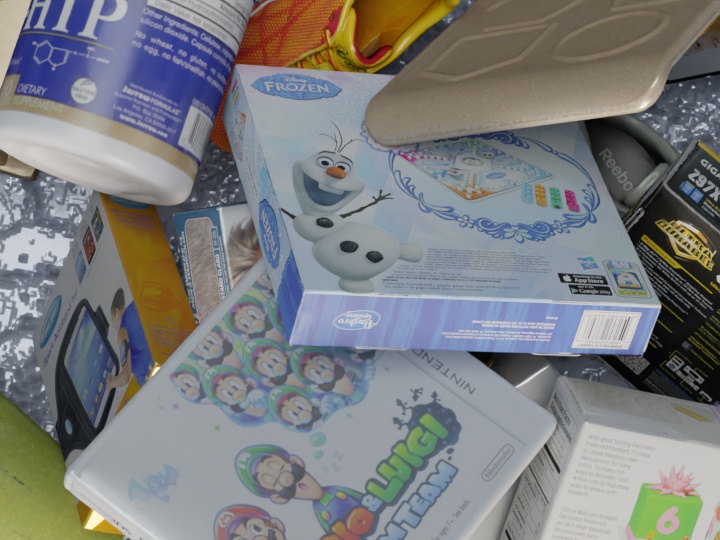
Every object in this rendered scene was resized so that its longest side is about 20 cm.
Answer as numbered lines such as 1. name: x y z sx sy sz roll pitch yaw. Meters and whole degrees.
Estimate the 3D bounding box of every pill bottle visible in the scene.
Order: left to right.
1. pill bottle: -0.122 -0.148 1.597 0.119 0.120 0.200 17 81 7

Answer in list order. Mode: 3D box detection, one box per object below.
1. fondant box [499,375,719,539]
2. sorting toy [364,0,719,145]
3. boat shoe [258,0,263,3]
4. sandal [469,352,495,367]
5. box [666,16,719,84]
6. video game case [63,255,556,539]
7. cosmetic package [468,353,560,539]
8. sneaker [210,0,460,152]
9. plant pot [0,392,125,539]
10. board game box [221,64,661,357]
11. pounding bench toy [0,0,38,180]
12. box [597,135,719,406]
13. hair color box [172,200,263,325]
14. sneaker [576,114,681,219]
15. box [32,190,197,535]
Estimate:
1. fondant box: 0.151 0.168 1.582 0.144 0.058 0.200 11 113 -17
2. sorting toy: 0.120 -0.129 1.583 0.185 0.200 0.037 -6 119 33
3. boat shoe: -0.022 -0.232 1.721 0.072 0.069 0.200 14 85 5
4. sandal: 0.049 0.036 1.592 0.200 0.054 0.080 -39 113 -24
5. box: 0.234 -0.181 1.641 0.200 0.060 0.117 -10 56 31
6. video game case: -0.024 0.095 1.501 0.182 0.024 0.200 36 61 9
7. cosmetic package: 0.046 0.139 1.634 0.200 0.081 0.113 -31 105 -3
8. sneaker: -0.022 -0.133 1.674 0.073 0.077 0.200 39 119 -20
9. plant pot: -0.240 0.138 1.635 0.200 0.187 0.187 27 83 -6
10. board game box: 0.040 -0.033 1.560 0.200 0.043 0.199 3 39 -18
11. pounding bench toy: -0.209 -0.132 1.676 0.200 0.156 0.124 18 82 7
12. box: 0.219 0.039 1.603 0.200 0.160 0.049 40 54 2
13. hair color box: 0.000 0.000 1.630 0.200 0.060 0.100 -10 93 -30
14. sneaker: 0.183 -0.022 1.661 0.200 0.092 0.076 44 85 9
15. box: -0.140 0.042 1.629 0.041 0.200 0.119 10 121 -26
